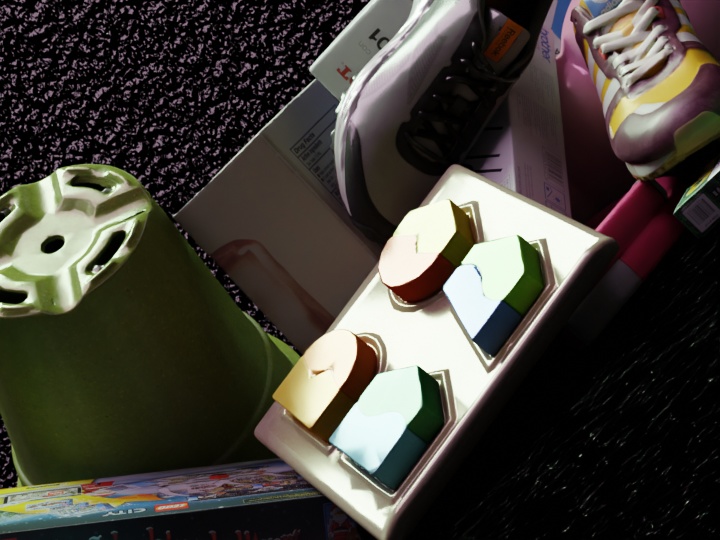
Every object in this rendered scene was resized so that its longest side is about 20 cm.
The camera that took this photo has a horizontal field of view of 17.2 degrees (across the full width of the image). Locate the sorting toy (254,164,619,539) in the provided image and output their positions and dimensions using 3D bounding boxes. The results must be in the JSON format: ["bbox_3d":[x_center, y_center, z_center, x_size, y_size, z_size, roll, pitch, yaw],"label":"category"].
[{"bbox_3d":[0.029,0.034,1.217,0.185,0.036,0.200,-53,25,-3],"label":"sorting toy"}]

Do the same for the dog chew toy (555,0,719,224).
[{"bbox_3d":[0.152,-0.093,1.437,0.200,0.124,0.125,-54,2,5],"label":"dog chew toy"}]

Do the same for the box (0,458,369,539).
[{"bbox_3d":[-0.101,0.136,1.278,0.199,0.038,0.137,-6,6,-6],"label":"box"}]

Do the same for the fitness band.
[{"bbox_3d":[0.105,0.018,1.274,0.200,0.037,0.144,-46,2,-33],"label":"fitness band"}]

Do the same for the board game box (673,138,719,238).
[{"bbox_3d":[0.223,-0.090,1.237,0.105,0.023,0.200,-43,3,29],"label":"board game box"}]

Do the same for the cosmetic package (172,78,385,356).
[{"bbox_3d":[0.000,0.000,1.384,0.087,0.200,0.103,-41,3,30],"label":"cosmetic package"}]

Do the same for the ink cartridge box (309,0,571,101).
[{"bbox_3d":[0.087,-0.157,1.575,0.200,0.146,0.086,-43,5,32],"label":"ink cartridge box"}]

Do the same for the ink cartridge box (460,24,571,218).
[{"bbox_3d":[0.072,-0.060,1.365,0.094,0.044,0.201,-46,26,32],"label":"ink cartridge box"}]

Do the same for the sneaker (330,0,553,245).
[{"bbox_3d":[0.049,-0.107,1.323,0.079,0.074,0.201,14,76,58],"label":"sneaker"}]

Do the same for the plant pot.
[{"bbox_3d":[-0.145,0.045,1.394,0.199,0.190,0.201,-13,43,12],"label":"plant pot"}]

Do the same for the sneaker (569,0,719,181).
[{"bbox_3d":[0.149,-0.113,1.270,0.075,0.090,0.200,-31,14,6],"label":"sneaker"}]
